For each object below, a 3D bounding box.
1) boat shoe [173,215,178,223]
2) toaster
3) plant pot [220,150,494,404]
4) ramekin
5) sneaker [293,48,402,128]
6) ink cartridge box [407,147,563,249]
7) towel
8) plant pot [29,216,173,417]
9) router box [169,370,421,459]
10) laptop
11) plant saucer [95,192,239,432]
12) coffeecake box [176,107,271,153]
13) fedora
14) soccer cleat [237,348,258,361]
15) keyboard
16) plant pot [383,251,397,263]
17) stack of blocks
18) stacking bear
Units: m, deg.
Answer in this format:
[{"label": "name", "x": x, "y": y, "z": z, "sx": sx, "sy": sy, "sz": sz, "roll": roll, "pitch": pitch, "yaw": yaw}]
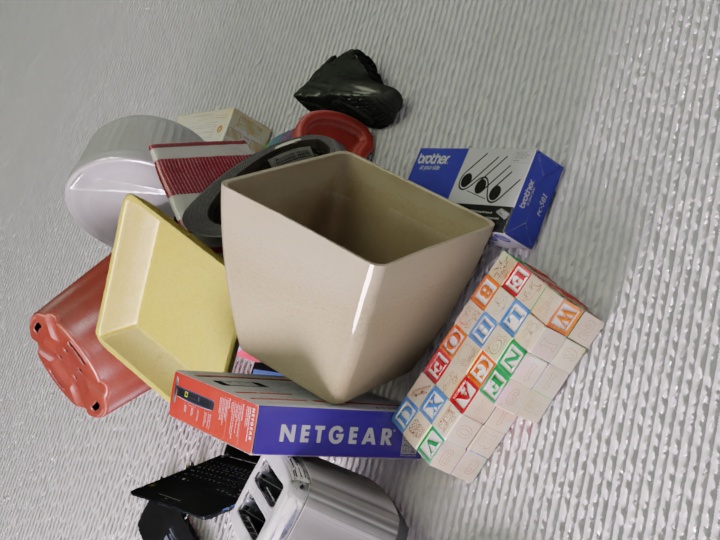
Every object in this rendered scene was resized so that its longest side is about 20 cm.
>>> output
[{"label": "boat shoe", "x": -0.184, "y": -0.055, "z": 1.643, "sx": 0.066, "sy": 0.074, "sz": 0.200, "roll": 95, "pitch": -161, "yaw": -60}, {"label": "toaster", "x": -0.042, "y": 0.245, "z": 1.345, "sx": 0.114, "sy": 0.129, "sz": 0.200, "roll": -62, "pitch": 18, "yaw": 3}, {"label": "plant pot", "x": -0.018, "y": 0.012, "z": 1.390, "sx": 0.200, "sy": 0.199, "sz": 0.178, "roll": 29, "pitch": 119, "yaw": 29}, {"label": "ramekin", "x": -0.268, "y": -0.111, "z": 1.781, "sx": 0.202, "sy": 0.202, "sz": 0.095, "roll": -28, "pitch": 41, "yaw": 41}, {"label": "sneaker", "x": -0.008, "y": -0.232, "z": 1.738, "sx": 0.200, "sy": 0.076, "sz": 0.091, "roll": 20, "pitch": 75, "yaw": 54}, {"label": "ink cartridge box", "x": 0.117, "y": -0.078, "z": 1.470, "sx": 0.200, "sy": 0.044, "sz": 0.094, "roll": 7, "pitch": 72, "yaw": 57}, {"label": "towel", "x": -0.152, "y": -0.061, "z": 1.609, "sx": 0.023, "sy": 0.144, "sz": 0.201, "roll": -43, "pitch": 64, "yaw": 41}, {"label": "plant pot", "x": -0.280, "y": 0.065, "z": 1.705, "sx": 0.195, "sy": 0.201, "sz": 0.200, "roll": -37, "pitch": 20, "yaw": -31}, {"label": "router box", "x": -0.065, "y": 0.144, "z": 1.414, "sx": 0.179, "sy": 0.199, "sz": 0.049, "roll": 13, "pitch": 95, "yaw": 57}, {"label": "laptop", "x": -0.145, "y": 0.188, "z": 1.585, "sx": 0.177, "sy": 0.199, "sz": 0.104, "roll": 2, "pitch": 106, "yaw": 55}, {"label": "plant saucer", "x": -0.193, "y": 0.041, "z": 1.525, "sx": 0.200, "sy": 0.048, "sz": 0.201, "roll": 36, "pitch": 125, "yaw": 28}, {"label": "coffeecake box", "x": -0.223, "y": -0.116, "z": 1.944, "sx": 0.153, "sy": 0.073, "sz": 0.201, "roll": 1, "pitch": 68, "yaw": 53}, {"label": "fedora", "x": -0.090, "y": -0.063, "z": 1.556, "sx": 0.176, "sy": 0.091, "sz": 0.200, "roll": 10, "pitch": 45, "yaw": 46}, {"label": "soccer cleat", "x": -0.094, "y": 0.019, "z": 1.664, "sx": 0.200, "sy": 0.076, "sz": 0.067, "roll": -55, "pitch": 33, "yaw": 11}, {"label": "keyboard", "x": -0.209, "y": 0.308, "z": 1.667, "sx": 0.127, "sy": 0.021, "sz": 0.200, "roll": -62, "pitch": 33, "yaw": 12}, {"label": "plant pot", "x": 0.000, "y": 0.000, "z": 1.546, "sx": 0.200, "sy": 0.027, "sz": 0.201, "roll": -37, "pitch": 47, "yaw": 54}, {"label": "stack of blocks", "x": 0.126, "y": 0.096, "z": 1.319, "sx": 0.200, "sy": 0.058, "sz": 0.115, "roll": -57, "pitch": 33, "yaw": 8}, {"label": "stacking bear", "x": -0.089, "y": -0.104, "z": 1.727, "sx": 0.200, "sy": 0.113, "sz": 0.122, "roll": -33, "pitch": 42, "yaw": 44}]
